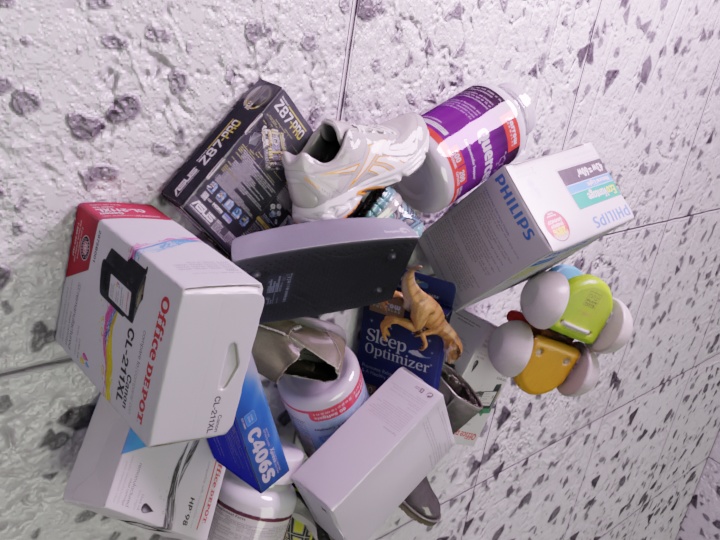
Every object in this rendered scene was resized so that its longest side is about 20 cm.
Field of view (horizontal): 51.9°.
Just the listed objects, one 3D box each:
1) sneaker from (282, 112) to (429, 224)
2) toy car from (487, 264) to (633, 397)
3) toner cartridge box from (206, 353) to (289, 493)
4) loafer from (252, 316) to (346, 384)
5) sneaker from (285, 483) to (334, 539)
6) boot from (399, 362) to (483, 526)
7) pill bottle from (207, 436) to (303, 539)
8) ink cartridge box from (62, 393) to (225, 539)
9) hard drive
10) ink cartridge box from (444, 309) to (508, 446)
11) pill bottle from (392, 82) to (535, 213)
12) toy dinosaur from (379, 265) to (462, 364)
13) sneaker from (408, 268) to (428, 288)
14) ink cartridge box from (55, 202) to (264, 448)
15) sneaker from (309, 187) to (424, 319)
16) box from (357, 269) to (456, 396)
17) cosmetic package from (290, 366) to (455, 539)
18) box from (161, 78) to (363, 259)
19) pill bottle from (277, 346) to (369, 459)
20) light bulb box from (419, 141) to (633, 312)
[{"bbox_3d":[-0.001,-0.131,0.794,0.200,0.075,0.093,-40,131,-29],"label":"sneaker"},{"bbox_3d":[0.284,0.078,1.097,0.173,0.150,0.201,20,115,-19],"label":"toy car"},{"bbox_3d":[-0.140,0.127,0.769,0.043,0.094,0.202,-33,123,-34],"label":"toner cartridge box"},{"bbox_3d":[-0.098,0.086,0.845,0.198,0.070,0.075,12,134,-29],"label":"loafer"},{"bbox_3d":[-0.077,0.347,0.979,0.076,0.200,0.075,-43,161,5],"label":"sneaker"},{"bbox_3d":[0.108,0.256,1.089,0.200,0.182,0.073,-46,180,17],"label":"boot"},{"bbox_3d":[-0.142,0.308,0.909,0.109,0.109,0.202,14,94,-48],"label":"pill bottle"},{"bbox_3d":[-0.213,0.224,0.815,0.200,0.066,0.117,46,48,-48],"label":"ink cartridge box"},{"bbox_3d":[-0.047,0.000,0.785,0.198,0.043,0.135,-8,148,-20],"label":"hard drive"},{"bbox_3d":[0.165,0.174,1.192,0.145,0.084,0.202,22,95,-49],"label":"ink cartridge box"},{"bbox_3d":[0.132,-0.164,0.941,0.199,0.112,0.113,-34,133,-26],"label":"pill bottle"},{"bbox_3d":[0.069,0.042,0.915,0.200,0.105,0.061,53,37,-42],"label":"toy dinosaur"},{"bbox_3d":[0.078,0.101,1.063,0.073,0.082,0.202,-22,128,-38],"label":"sneaker"},{"bbox_3d":[-0.188,0.040,0.666,0.082,0.199,0.147,0,112,-45],"label":"ink cartridge box"},{"bbox_3d":[0.000,0.000,0.888,0.086,0.078,0.201,36,101,-10],"label":"sneaker"},{"bbox_3d":[0.057,0.097,1.012,0.032,0.120,0.202,-37,138,-58],"label":"box"},{"bbox_3d":[0.021,0.234,0.918,0.199,0.081,0.114,-39,135,-24],"label":"cosmetic package"},{"bbox_3d":[-0.097,-0.078,0.807,0.162,0.049,0.200,-51,139,-10],"label":"box"},{"bbox_3d":[-0.035,0.195,0.982,0.108,0.108,0.201,-38,135,-23],"label":"pill bottle"},{"bbox_3d":[0.221,-0.059,1.010,0.197,0.126,0.200,-19,167,-38],"label":"light bulb box"}]
